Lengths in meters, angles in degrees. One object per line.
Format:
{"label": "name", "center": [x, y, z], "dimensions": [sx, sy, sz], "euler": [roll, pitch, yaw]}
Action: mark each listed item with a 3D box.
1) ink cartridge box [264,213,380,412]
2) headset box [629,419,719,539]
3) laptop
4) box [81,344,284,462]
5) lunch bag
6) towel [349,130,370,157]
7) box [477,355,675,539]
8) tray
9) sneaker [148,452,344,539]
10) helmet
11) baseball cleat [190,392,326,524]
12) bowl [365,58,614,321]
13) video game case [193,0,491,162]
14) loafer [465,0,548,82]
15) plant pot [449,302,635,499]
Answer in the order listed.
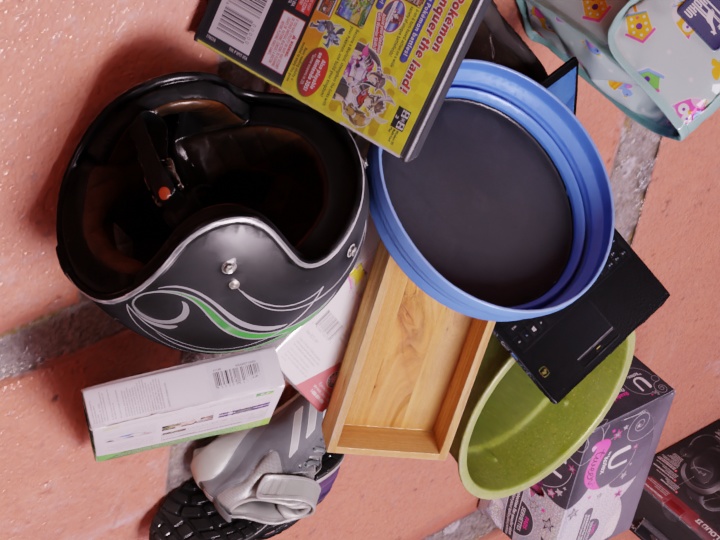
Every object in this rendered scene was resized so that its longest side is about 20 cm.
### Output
{"label": "ink cartridge box", "center": [0.000, 0.000, 1.646], "dimensions": [0.200, 0.067, 0.117], "euler": [-45, 148, -5]}
{"label": "headset box", "center": [0.398, 0.267, 2.411], "dimensions": [0.200, 0.149, 0.077], "euler": [-25, 139, -34]}
{"label": "laptop", "center": [0.161, -0.033, 1.666], "dimensions": [0.177, 0.200, 0.103], "euler": [-38, 177, -39]}
{"label": "box", "center": [-0.135, 0.103, 1.599], "dimensions": [0.144, 0.036, 0.200], "euler": [-12, 169, -9]}
{"label": "lunch bag", "center": [0.246, -0.214, 1.705], "dimensions": [0.170, 0.200, 0.122], "euler": [-43, 147, -7]}
{"label": "towel", "center": [-0.040, -0.025, 1.681], "dimensions": [0.200, 0.048, 0.171], "euler": [-43, 147, -7]}
{"label": "box", "center": [0.216, 0.183, 2.146], "dimensions": [0.132, 0.115, 0.201], "euler": [-22, 138, -36]}
{"label": "tray", "center": [0.042, 0.057, 1.621], "dimensions": [0.098, 0.037, 0.201], "euler": [6, 126, -16]}
{"label": "sneaker", "center": [-0.097, 0.216, 1.856], "dimensions": [0.200, 0.076, 0.088], "euler": [-27, 147, -31]}
{"label": "helmet", "center": [-0.096, -0.036, 1.498], "dimensions": [0.190, 0.200, 0.200], "euler": [13, 113, -45]}
{"label": "baseball cleat", "center": [-0.045, 0.153, 1.820], "dimensions": [0.200, 0.107, 0.070], "euler": [-29, 156, -20]}
{"label": "bowl", "center": [0.092, -0.056, 1.549], "dimensions": [0.200, 0.201, 0.039], "euler": [-21, 170, -35]}
{"label": "video game case", "center": [0.000, -0.204, 1.452], "dimensions": [0.200, 0.180, 0.025], "euler": [-64, 167, 22]}
{"label": "loafer", "center": [0.085, -0.179, 1.682], "dimensions": [0.071, 0.073, 0.200], "euler": [-41, 142, 5]}
{"label": "plant pot", "center": [0.098, 0.058, 1.814], "dimensions": [0.200, 0.190, 0.200], "euler": [-31, 143, -26]}
